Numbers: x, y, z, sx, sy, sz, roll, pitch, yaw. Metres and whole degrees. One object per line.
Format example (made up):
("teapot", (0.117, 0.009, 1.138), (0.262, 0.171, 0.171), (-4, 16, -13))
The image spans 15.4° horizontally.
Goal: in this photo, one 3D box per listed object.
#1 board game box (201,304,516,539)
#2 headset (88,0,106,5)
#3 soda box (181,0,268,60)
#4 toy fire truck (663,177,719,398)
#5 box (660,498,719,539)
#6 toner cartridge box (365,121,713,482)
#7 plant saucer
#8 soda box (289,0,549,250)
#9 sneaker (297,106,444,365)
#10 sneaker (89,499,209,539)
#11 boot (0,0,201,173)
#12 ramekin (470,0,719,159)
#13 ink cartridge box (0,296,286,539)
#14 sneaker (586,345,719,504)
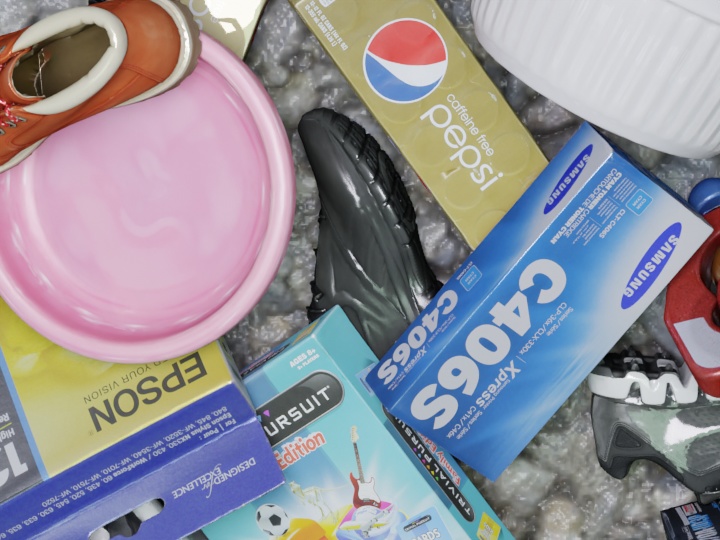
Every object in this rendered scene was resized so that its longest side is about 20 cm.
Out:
("board game box", (-0.015, 0.143, 1.606), (0.151, 0.047, 0.200), (-34, 98, 29))
("headset", (-0.165, -0.242, 1.572), (0.123, 0.094, 0.201), (-10, 84, 2))
("soda box", (-0.078, -0.192, 1.571), (0.068, 0.064, 0.201), (21, 98, -3))
("toy fire truck", (0.269, -0.011, 1.556), (0.200, 0.168, 0.112), (-27, 133, 4))
("box", (0.263, 0.157, 1.554), (0.158, 0.200, 0.046), (-16, 94, 3))
("toner cartridge box", (0.104, 0.020, 1.547), (0.095, 0.043, 0.200), (34, 101, -34))
("plant saucer", (-0.129, -0.048, 1.529), (0.200, 0.051, 0.201), (2, 96, 16))
("soda box", (0.039, -0.104, 1.553), (0.068, 0.064, 0.200), (-37, 111, 1))
("sneaker", (0.000, 0.000, 1.599), (0.091, 0.076, 0.201), (-23, 96, 12))
("sneaker", (-0.137, 0.202, 1.637), (0.112, 0.073, 0.200), (-41, 88, 10))
("boot", (-0.196, -0.100, 1.464), (0.199, 0.107, 0.075), (-23, 90, 19))
("ramekin", (0.158, -0.148, 1.513), (0.200, 0.200, 0.105), (26, 109, -4))
("ink cartridge box", (-0.169, 0.082, 1.573), (0.197, 0.047, 0.200), (-28, 57, 4))
("sneaker", (0.232, 0.098, 1.616), (0.199, 0.066, 0.091), (4, 103, 3))
